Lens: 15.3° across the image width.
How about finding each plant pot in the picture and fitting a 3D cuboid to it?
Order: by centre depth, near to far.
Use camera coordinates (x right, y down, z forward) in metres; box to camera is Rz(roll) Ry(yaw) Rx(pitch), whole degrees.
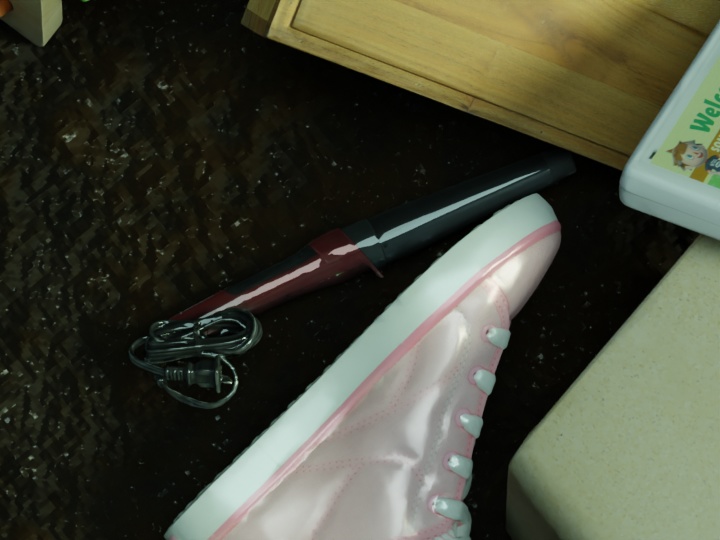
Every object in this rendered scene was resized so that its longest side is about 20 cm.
[{"bbox_3d":[0.162,0.091,1.009,0.177,0.200,0.200,38,79,13],"label":"plant pot"}]

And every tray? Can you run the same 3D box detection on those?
[{"bbox_3d":[0.063,-0.107,1.051,0.200,0.037,0.099,19,98,-24],"label":"tray"}]

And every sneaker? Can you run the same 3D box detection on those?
[{"bbox_3d":[0.027,0.069,1.046,0.105,0.075,0.200,45,90,5],"label":"sneaker"}]

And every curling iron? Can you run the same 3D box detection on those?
[{"bbox_3d":[0.000,0.000,1.079,0.200,0.026,0.050,-27,48,-14],"label":"curling iron"}]

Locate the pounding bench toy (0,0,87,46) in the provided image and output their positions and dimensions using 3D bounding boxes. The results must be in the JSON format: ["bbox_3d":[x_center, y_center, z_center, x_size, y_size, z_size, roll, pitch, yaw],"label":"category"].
[{"bbox_3d":[-0.109,-0.161,1.048,0.200,0.124,0.156,36,80,1],"label":"pounding bench toy"}]

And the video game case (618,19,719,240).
[{"bbox_3d":[0.217,-0.060,0.991,0.182,0.022,0.200,22,49,17],"label":"video game case"}]
